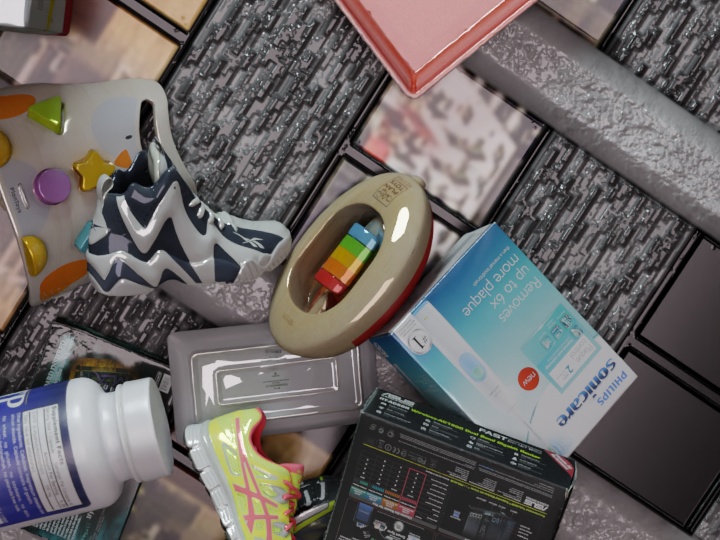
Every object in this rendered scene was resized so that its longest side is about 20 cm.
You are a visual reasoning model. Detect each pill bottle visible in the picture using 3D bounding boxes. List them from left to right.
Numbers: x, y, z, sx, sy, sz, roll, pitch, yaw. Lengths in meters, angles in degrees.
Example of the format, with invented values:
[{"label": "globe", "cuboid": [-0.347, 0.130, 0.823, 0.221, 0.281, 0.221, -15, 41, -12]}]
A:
[{"label": "pill bottle", "cuboid": [-0.275, 0.163, 1.396, 0.197, 0.120, 0.121, -13, 97, 0]}]

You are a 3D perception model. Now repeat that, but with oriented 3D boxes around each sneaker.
[{"label": "sneaker", "cuboid": [-0.153, -0.058, 1.390, 0.197, 0.079, 0.131, -7, 111, -21]}, {"label": "sneaker", "cuboid": [-0.083, 0.214, 1.399, 0.089, 0.078, 0.202, -27, 79, -4]}, {"label": "sneaker", "cuboid": [-0.075, 0.272, 1.477, 0.199, 0.074, 0.081, -37, 107, 8]}]

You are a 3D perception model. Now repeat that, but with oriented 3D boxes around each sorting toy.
[{"label": "sorting toy", "cuboid": [-0.248, -0.091, 1.421, 0.178, 0.107, 0.202, -21, 98, -18]}]

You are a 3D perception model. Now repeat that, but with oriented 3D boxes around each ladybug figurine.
[{"label": "ladybug figurine", "cuboid": [0.000, 0.000, 1.419, 0.200, 0.136, 0.072, -50, 133, 1]}]

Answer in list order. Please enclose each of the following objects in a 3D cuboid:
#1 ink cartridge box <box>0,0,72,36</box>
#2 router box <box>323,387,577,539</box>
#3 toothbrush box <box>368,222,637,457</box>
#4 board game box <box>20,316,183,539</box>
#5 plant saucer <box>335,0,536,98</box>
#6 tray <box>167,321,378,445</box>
[{"label": "ink cartridge box", "cuboid": [-0.330, -0.283, 1.329, 0.143, 0.200, 0.147, 6, 97, -3]}, {"label": "router box", "cuboid": [0.077, 0.212, 1.372, 0.198, 0.062, 0.152, 20, 111, 9]}, {"label": "toothbrush box", "cuboid": [0.131, 0.081, 1.427, 0.146, 0.085, 0.200, -45, 97, -14]}, {"label": "board game box", "cuboid": [-0.263, 0.161, 1.471, 0.134, 0.028, 0.202, 22, 96, -4]}, {"label": "plant saucer", "cuboid": [0.063, -0.296, 1.414, 0.199, 0.037, 0.201, -38, 96, 3]}, {"label": "tray", "cuboid": [-0.079, 0.103, 1.458, 0.197, 0.022, 0.109, -6, 97, -10]}]
